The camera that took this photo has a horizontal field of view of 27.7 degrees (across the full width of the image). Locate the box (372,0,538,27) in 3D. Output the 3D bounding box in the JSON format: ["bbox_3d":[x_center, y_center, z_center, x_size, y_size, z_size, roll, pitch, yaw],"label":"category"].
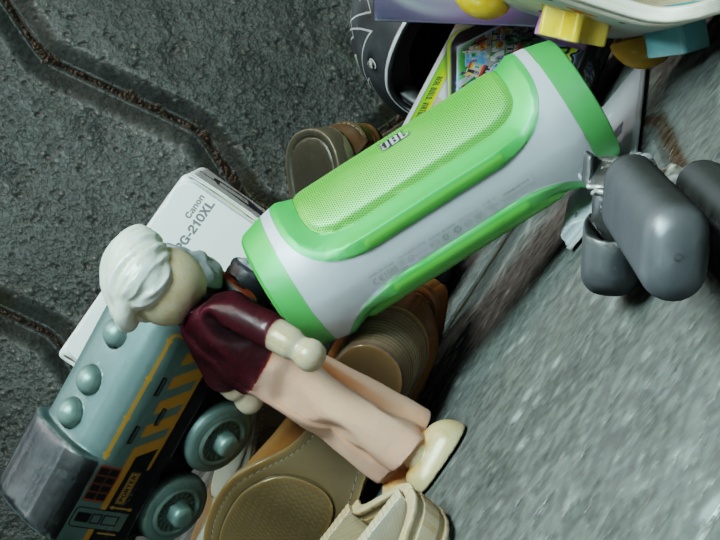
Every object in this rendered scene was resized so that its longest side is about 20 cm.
[{"bbox_3d":[0.113,-0.265,0.938,0.123,0.200,0.199,-64,-25,-60],"label":"box"}]

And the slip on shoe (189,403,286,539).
[{"bbox_3d":[-0.088,0.185,1.047,0.076,0.061,0.200,-92,19,-84],"label":"slip on shoe"}]

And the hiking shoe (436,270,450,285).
[{"bbox_3d":[-0.005,0.049,1.061,0.200,0.076,0.101,-54,1,-3],"label":"hiking shoe"}]

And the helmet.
[{"bbox_3d":[0.086,-0.212,1.287,0.200,0.191,0.200,-54,4,6],"label":"helmet"}]

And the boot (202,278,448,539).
[{"bbox_3d":[-0.015,0.094,0.888,0.200,0.077,0.155,-64,-6,20],"label":"boot"}]

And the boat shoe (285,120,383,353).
[{"bbox_3d":[0.000,0.000,0.984,0.068,0.072,0.200,-13,-73,-46],"label":"boat shoe"}]

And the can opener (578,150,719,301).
[{"bbox_3d":[0.115,-0.008,0.549,0.200,0.053,0.067,-77,-9,-77],"label":"can opener"}]

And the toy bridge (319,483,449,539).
[{"bbox_3d":[0.010,0.129,0.653,0.067,0.027,0.200,-52,5,0],"label":"toy bridge"}]

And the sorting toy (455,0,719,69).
[{"bbox_3d":[0.120,-0.160,0.761,0.180,0.200,0.107,-72,0,-74],"label":"sorting toy"}]

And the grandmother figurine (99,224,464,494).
[{"bbox_3d":[-0.049,0.046,0.756,0.061,0.200,0.121,-58,6,-37],"label":"grandmother figurine"}]

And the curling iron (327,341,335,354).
[{"bbox_3d":[-0.032,0.092,0.961,0.200,0.050,0.026,-68,-7,26],"label":"curling iron"}]

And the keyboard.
[{"bbox_3d":[0.145,-0.072,0.853,0.056,0.011,0.200,-46,8,27],"label":"keyboard"}]

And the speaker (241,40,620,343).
[{"bbox_3d":[0.037,-0.041,0.796,0.200,0.089,0.088,-32,7,4],"label":"speaker"}]

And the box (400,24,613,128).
[{"bbox_3d":[0.105,-0.132,1.009,0.200,0.110,0.035,-63,-35,-36],"label":"box"}]

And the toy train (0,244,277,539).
[{"bbox_3d":[-0.122,0.077,0.849,0.114,0.085,0.200,20,-76,-51],"label":"toy train"}]

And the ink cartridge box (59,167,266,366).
[{"bbox_3d":[-0.123,0.009,1.013,0.145,0.084,0.200,-55,6,2],"label":"ink cartridge box"}]
